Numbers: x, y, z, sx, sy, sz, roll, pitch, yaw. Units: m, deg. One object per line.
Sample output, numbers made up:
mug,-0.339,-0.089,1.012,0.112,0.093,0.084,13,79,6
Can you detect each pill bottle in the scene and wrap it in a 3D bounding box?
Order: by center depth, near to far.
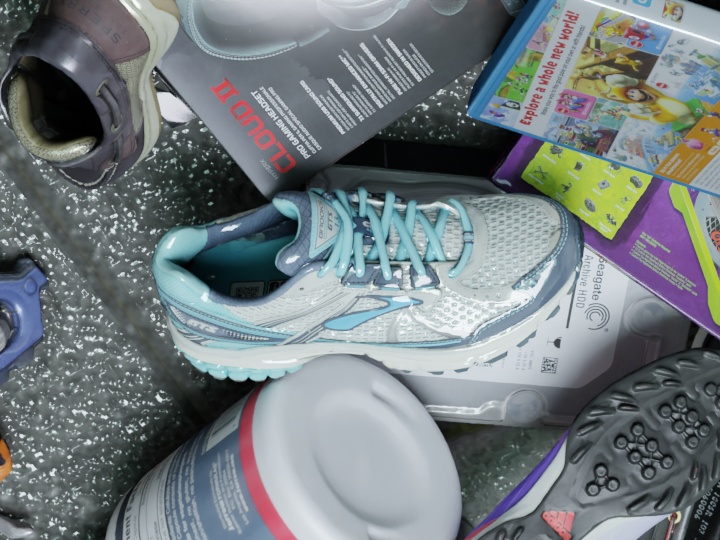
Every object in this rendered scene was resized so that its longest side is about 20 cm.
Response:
pill bottle,-0.055,0.137,1.164,0.119,0.120,0.200,35,131,-19

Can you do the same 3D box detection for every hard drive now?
hard drive,0.064,0.010,1.165,0.199,0.038,0.140,5,118,-6

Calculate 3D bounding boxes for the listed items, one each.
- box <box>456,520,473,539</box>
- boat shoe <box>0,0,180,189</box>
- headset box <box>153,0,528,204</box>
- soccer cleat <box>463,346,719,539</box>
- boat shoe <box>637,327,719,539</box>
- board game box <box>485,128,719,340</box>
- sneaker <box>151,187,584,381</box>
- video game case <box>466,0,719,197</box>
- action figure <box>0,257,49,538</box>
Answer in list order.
box,0.027,0.283,1.231,0.199,0.172,0.199,-29,116,13
boat shoe,-0.126,-0.077,1.036,0.072,0.200,0.065,41,69,1
headset box,-0.021,-0.139,1.060,0.200,0.077,0.149,-33,115,13
soccer cleat,0.105,0.110,1.122,0.200,0.073,0.068,-44,89,-3
boat shoe,0.184,0.069,1.161,0.074,0.063,0.202,14,107,-57
board game box,0.173,-0.036,1.105,0.200,0.032,0.120,35,93,-6
sneaker,0.000,0.000,1.059,0.199,0.078,0.086,-12,147,12
video game case,0.157,-0.069,1.020,0.199,0.018,0.143,17,160,-6
action figure,-0.237,0.078,1.137,0.104,0.200,0.194,8,117,37
